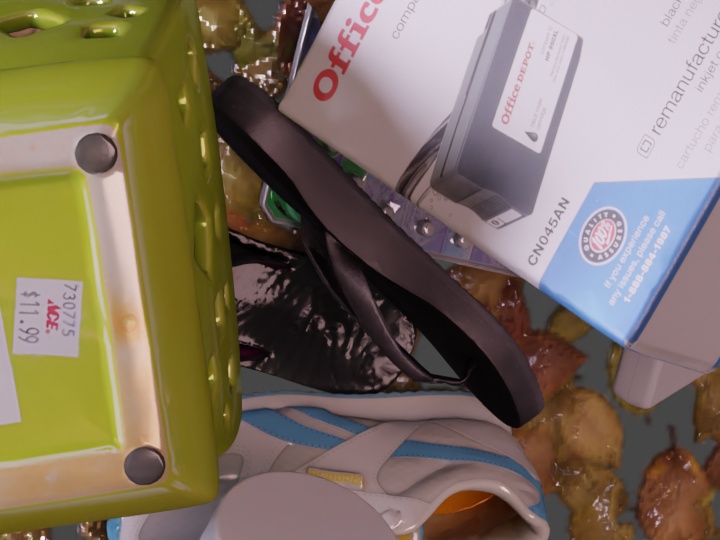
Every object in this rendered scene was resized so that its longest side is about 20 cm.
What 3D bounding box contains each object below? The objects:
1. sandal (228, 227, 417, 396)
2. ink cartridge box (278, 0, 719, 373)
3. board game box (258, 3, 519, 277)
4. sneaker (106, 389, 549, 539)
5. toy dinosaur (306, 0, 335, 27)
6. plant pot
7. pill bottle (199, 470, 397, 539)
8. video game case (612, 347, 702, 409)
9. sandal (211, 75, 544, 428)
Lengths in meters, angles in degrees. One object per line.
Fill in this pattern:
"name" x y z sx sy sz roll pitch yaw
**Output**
"sandal" -0.062 0.013 1.188 0.200 0.048 0.076 8 97 -24
"ink cartridge box" 0.085 -0.074 1.082 0.084 0.200 0.145 15 106 -56
"board game box" 0.071 -0.099 1.232 0.199 0.026 0.201 12 95 -23
"sneaker" -0.012 0.103 1.198 0.199 0.081 0.077 -7 127 -19
"toy dinosaur" -0.023 -0.158 1.145 0.106 0.060 0.200 -33 102 -4
"plant pot" -0.150 0.002 1.052 0.198 0.182 0.201 -7 103 -2
"pill bottle" -0.051 0.183 1.146 0.112 0.112 0.200 7 129 -22
"video game case" 0.187 -0.052 1.204 0.182 0.023 0.201 -24 134 -52
"sandal" 0.000 0.000 1.173 0.200 0.076 0.043 45 80 -12
